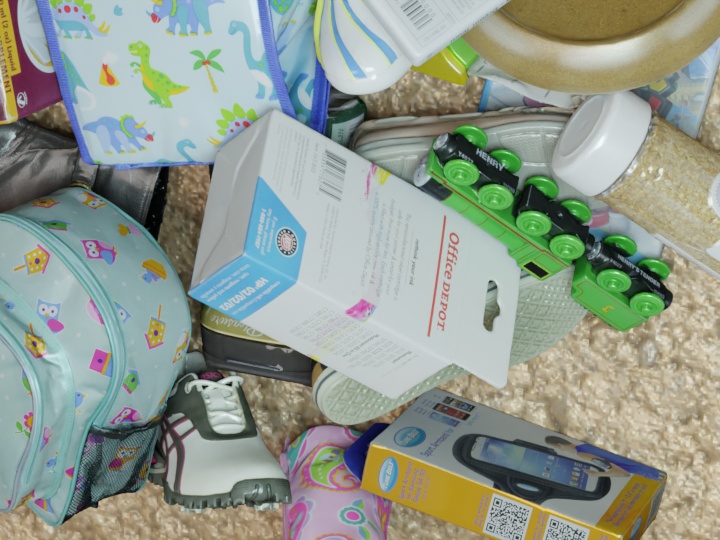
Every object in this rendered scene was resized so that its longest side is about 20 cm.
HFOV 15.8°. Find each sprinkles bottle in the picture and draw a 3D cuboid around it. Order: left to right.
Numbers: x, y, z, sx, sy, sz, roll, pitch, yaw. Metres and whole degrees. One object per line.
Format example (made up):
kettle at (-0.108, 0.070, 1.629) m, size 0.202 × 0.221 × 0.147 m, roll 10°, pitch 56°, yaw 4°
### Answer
sprinkles bottle at (0.215, -0.037, 1.600) m, size 0.200 × 0.068 × 0.068 m, roll 32°, pitch 117°, yaw -16°

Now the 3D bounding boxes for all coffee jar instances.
coffee jar at (-0.053, -0.023, 1.740) m, size 0.104 × 0.085 × 0.200 m, roll 10°, pitch 109°, yaw 20°

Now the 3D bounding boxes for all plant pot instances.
plant pot at (0.141, -0.204, 1.577) m, size 0.200 × 0.027 × 0.200 m, roll -3°, pitch 71°, yaw 7°

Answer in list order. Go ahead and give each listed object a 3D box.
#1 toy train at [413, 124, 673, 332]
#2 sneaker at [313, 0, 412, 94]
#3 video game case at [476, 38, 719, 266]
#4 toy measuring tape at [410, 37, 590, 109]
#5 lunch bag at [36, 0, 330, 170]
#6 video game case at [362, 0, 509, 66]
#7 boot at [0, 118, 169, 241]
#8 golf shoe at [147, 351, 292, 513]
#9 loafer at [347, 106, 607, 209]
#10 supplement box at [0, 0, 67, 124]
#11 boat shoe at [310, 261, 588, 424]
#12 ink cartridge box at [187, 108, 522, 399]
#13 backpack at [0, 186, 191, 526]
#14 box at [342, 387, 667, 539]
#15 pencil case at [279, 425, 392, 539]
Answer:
toy train at (0.115, -0.024, 1.639) m, size 0.200 × 0.042 × 0.056 m, roll 34°, pitch 140°, yaw -24°
sneaker at (-0.001, -0.208, 1.597) m, size 0.076 × 0.200 × 0.105 m, roll -7°, pitch 143°, yaw 20°
video game case at (0.150, -0.110, 1.670) m, size 0.143 × 0.018 × 0.200 m, roll 20°, pitch 113°, yaw 14°
toy measuring tape at (0.064, -0.155, 1.647) m, size 0.200 × 0.074 × 0.074 m, roll 21°, pitch 114°, yaw 32°
lunch bag at (-0.108, -0.165, 1.651) m, size 0.170 × 0.127 × 0.200 m, roll -1°, pitch 99°, yaw 25°
video game case at (0.045, -0.252, 1.553) m, size 0.182 × 0.024 × 0.200 m, roll -36°, pitch 83°, yaw -9°
boot at (-0.226, -0.026, 1.823) m, size 0.174 × 0.069 × 0.200 m, roll 23°, pitch 120°, yaw 5°
golf shoe at (-0.102, 0.113, 1.756) m, size 0.077 × 0.200 × 0.088 m, roll -1°, pitch 99°, yaw -22°
loafer at (0.088, -0.079, 1.659) m, size 0.200 × 0.063 × 0.072 m, roll -3°, pitch 131°, yaw 6°
supplement box at (-0.226, -0.166, 1.702) m, size 0.086 × 0.200 × 0.110 m, roll -3°, pitch 104°, yaw 24°
boat shoe at (0.057, 0.036, 1.701) m, size 0.200 × 0.062 × 0.075 m, roll -23°, pitch 133°, yaw -4°
ink cartridge box at (0.000, 0.000, 1.616) m, size 0.200 × 0.115 × 0.068 m, roll 28°, pitch 141°, yaw -25°
backpack at (-0.212, 0.052, 1.739) m, size 0.176 × 0.153 × 0.200 m, roll 43°, pitch 122°, yaw 25°
box at (0.092, 0.135, 1.712) m, size 0.200 × 0.119 × 0.041 m, roll 21°, pitch 112°, yaw 14°
pencil case at (-0.020, 0.187, 1.730) m, size 0.087 × 0.200 × 0.087 m, roll 0°, pitch 125°, yaw 0°
